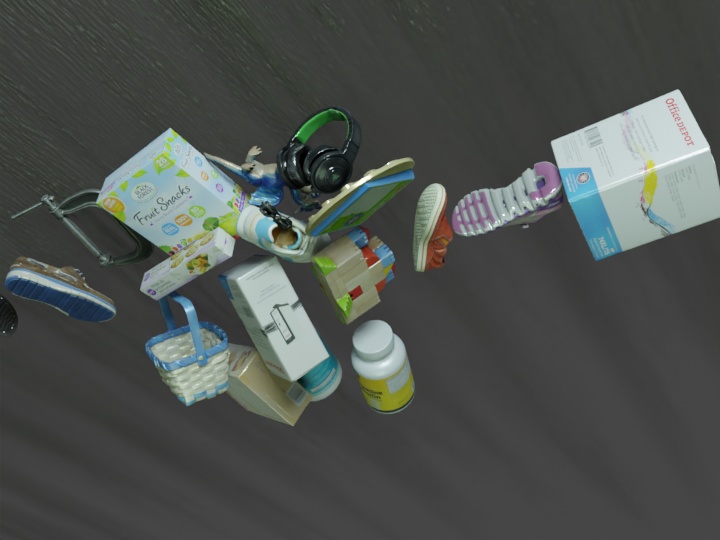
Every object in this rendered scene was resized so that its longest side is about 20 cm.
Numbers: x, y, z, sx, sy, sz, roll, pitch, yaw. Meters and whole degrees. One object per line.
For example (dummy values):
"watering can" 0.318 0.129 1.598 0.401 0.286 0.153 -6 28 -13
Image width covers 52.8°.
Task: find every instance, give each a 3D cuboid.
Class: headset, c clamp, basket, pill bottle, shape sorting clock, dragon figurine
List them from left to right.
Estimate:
"c clamp" -0.465 -0.070 1.256 0.170 0.027 0.200 -26 130 17
"basket" -0.322 0.128 1.330 0.138 0.176 0.201 -24 116 -24
"dragon figurine" -0.151 -0.140 1.155 0.198 0.059 0.100 1 136 -1
"pill bottle" -0.121 0.165 1.438 0.110 0.111 0.200 -15 135 15
"headset" -0.078 -0.154 1.045 0.123 0.201 0.094 13 165 41
"shape sorting clock" -0.002 -0.114 1.120 0.199 0.039 0.200 -31 170 -6
"pill bottle" 0.043 0.194 1.469 0.111 0.113 0.201 -9 136 9

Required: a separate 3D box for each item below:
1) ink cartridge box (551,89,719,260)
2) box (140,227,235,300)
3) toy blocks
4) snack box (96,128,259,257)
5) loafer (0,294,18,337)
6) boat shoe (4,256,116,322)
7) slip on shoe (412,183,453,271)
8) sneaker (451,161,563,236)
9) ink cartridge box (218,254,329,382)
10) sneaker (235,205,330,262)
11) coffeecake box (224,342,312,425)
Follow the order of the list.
"ink cartridge box" 0.417 -0.141 1.096 0.199 0.147 0.146 -21 132 21
"box" -0.291 -0.009 1.213 0.199 0.042 0.039 -26 131 32
"toy blocks" 0.000 0.000 1.262 0.136 0.100 0.200 -35 142 -10
"snack box" -0.293 -0.109 1.180 0.168 0.068 0.200 -28 129 29
"loafer" -0.741 0.061 1.363 0.071 0.073 0.200 -21 129 35
"boat shoe" -0.535 0.028 1.318 0.199 0.073 0.072 30 128 -34
"slip on shoe" 0.127 -0.071 1.224 0.061 0.074 0.201 -4 142 -5
"sneaker" 0.249 -0.100 1.195 0.199 0.081 0.088 -23 150 26
"ink cartridge box" -0.153 0.079 1.261 0.084 0.146 0.201 -32 104 -20
"sneaker" -0.111 -0.049 1.192 0.199 0.080 0.077 14 97 -53
"coffeecake box" -0.211 0.220 1.433 0.154 0.073 0.199 47 155 -24
